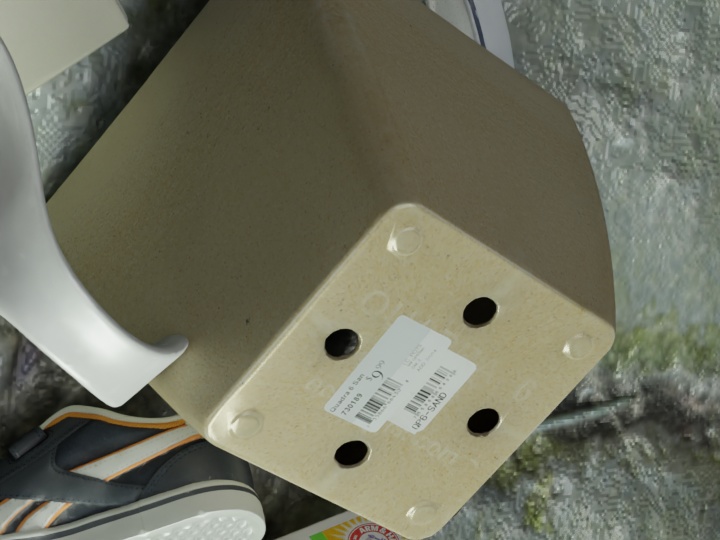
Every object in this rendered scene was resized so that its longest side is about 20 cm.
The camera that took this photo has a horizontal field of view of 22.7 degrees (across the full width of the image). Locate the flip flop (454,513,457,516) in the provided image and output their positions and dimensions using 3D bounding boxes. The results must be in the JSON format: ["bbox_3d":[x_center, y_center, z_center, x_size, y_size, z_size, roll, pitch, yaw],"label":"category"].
[{"bbox_3d":[0.084,0.048,0.972,0.081,0.057,0.201,21,92,-57],"label":"flip flop"}]

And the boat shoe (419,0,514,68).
[{"bbox_3d":[0.024,-0.106,0.909,0.086,0.075,0.202,-31,126,-18],"label":"boat shoe"}]

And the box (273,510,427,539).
[{"bbox_3d":[-0.047,0.213,0.897,0.199,0.101,0.113,-19,137,-27],"label":"box"}]

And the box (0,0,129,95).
[{"bbox_3d":[-0.205,-0.083,0.762,0.200,0.082,0.069,-38,117,-20],"label":"box"}]

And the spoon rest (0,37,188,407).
[{"bbox_3d":[-0.147,-0.027,0.698,0.099,0.061,0.200,-41,100,6],"label":"spoon rest"}]

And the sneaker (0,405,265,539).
[{"bbox_3d":[-0.149,0.119,0.854,0.199,0.080,0.079,-16,147,-5],"label":"sneaker"}]

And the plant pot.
[{"bbox_3d":[0.000,0.000,0.811,0.200,0.177,0.200,30,110,-34],"label":"plant pot"}]
